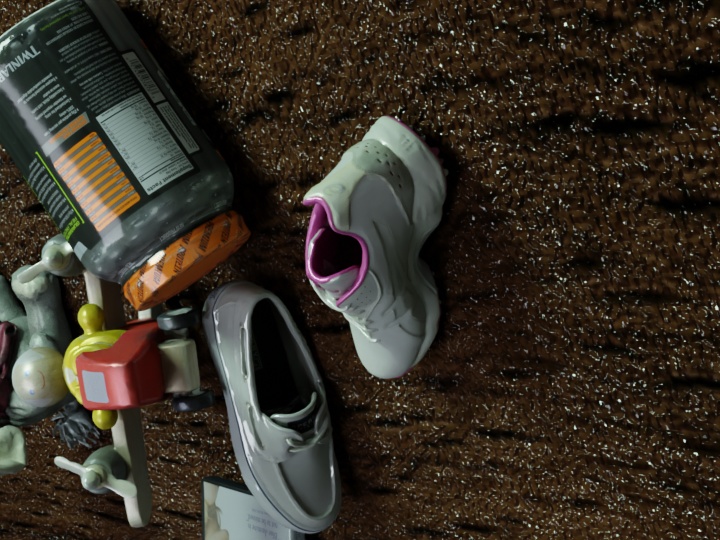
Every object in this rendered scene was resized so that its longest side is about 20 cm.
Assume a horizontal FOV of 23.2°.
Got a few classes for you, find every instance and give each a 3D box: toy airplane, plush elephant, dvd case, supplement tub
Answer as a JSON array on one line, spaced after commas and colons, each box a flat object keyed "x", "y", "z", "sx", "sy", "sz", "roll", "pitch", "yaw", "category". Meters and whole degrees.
[{"x": -0.192, "y": 0.066, "z": 1.318, "sx": 0.200, "sy": 0.140, "sz": 0.201, "roll": 92, "pitch": 164, "yaw": -53, "category": "toy airplane"}, {"x": -0.341, "y": 0.108, "z": 1.601, "sx": 0.164, "sy": 0.155, "sz": 0.201, "roll": 8, "pitch": 124, "yaw": 53, "category": "plush elephant"}, {"x": -0.089, "y": 0.278, "z": 1.446, "sx": 0.142, "sy": 0.017, "sz": 0.201, "roll": 4, "pitch": 97, "yaw": 54, "category": "dvd case"}, {"x": -0.169, "y": -0.080, "z": 1.208, "sx": 0.200, "sy": 0.122, "sz": 0.123, "roll": 56, "pitch": 150, "yaw": 3, "category": "supplement tub"}]

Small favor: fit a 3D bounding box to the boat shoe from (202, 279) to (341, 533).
[{"x": -0.052, "y": 0.102, "z": 1.263, "sx": 0.066, "sy": 0.072, "sz": 0.201, "roll": 8, "pitch": 116, "yaw": 58, "category": "boat shoe"}]

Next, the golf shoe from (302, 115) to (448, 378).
[{"x": 0.000, "y": 0.000, "z": 1.065, "sx": 0.075, "sy": 0.091, "sz": 0.201, "roll": 35, "pitch": 145, "yaw": 31, "category": "golf shoe"}]
